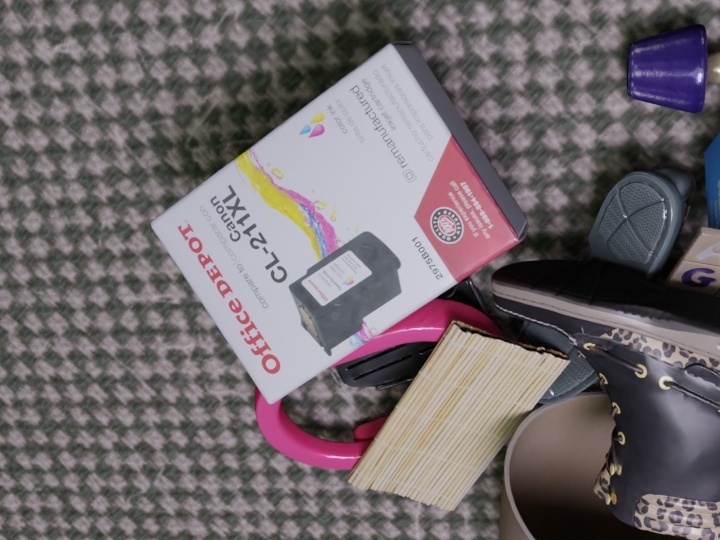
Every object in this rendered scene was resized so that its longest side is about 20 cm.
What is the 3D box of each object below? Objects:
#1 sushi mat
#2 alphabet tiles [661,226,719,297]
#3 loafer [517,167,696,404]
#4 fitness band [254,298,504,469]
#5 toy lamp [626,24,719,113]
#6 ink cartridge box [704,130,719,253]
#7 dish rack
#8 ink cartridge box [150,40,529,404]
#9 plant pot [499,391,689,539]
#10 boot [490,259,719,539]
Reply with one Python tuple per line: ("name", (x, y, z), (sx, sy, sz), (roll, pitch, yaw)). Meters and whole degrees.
("sushi mat", (0.068, 0.115, 0.860), (0.094, 0.012, 0.201), (15, 132, -16))
("alphabet tiles", (0.295, 0.033, 0.772), (0.197, 0.008, 0.168), (10, 150, 0))
("loafer", (0.177, 0.014, 0.814), (0.072, 0.063, 0.201), (44, 129, 24))
("fitness band", (0.016, 0.089, 0.864), (0.198, 0.038, 0.144), (-21, 134, 17))
("toy lamp", (0.270, -0.129, 0.733), (0.197, 0.058, 0.059), (0, 114, 13))
("ink cartridge box", (0.309, -0.081, 0.668), (0.143, 0.085, 0.201), (13, 148, -5))
("dish rack", (0.000, 0.000, 0.852), (0.152, 0.055, 0.202), (-23, 107, 22))
("ink cartridge box", (-0.013, -0.029, 0.752), (0.199, 0.083, 0.147), (-34, 92, 16))
("plant pot", (0.177, 0.228, 0.860), (0.185, 0.188, 0.202), (14, 130, 6))
("boot", (0.172, 0.082, 0.758), (0.198, 0.073, 0.153), (14, 115, 25))
